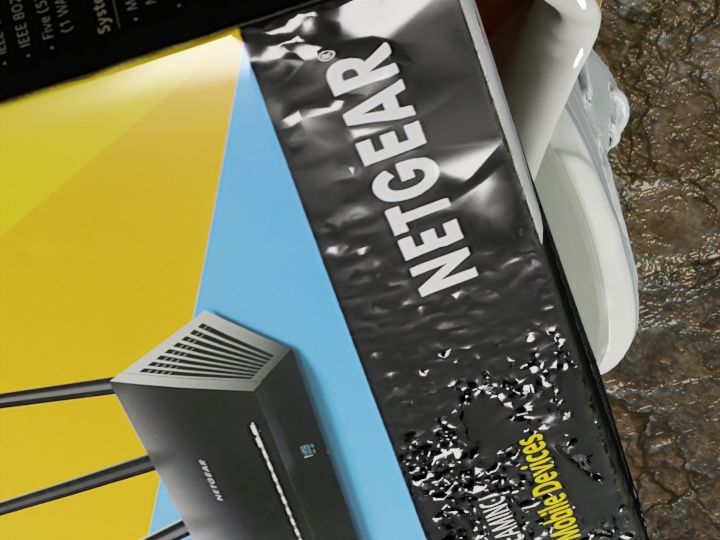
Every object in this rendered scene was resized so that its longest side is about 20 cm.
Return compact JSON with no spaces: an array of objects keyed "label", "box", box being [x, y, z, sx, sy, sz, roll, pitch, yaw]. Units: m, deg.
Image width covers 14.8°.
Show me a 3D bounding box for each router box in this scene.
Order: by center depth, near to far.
[{"label":"router box","box":[-0.043,0.013,0.407,0.200,0.148,0.051,64,10,-60]}]

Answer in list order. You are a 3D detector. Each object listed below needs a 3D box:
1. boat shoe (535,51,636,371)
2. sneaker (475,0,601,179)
[{"label":"boat shoe","box":[0.058,-0.062,0.960,0.070,0.071,0.202,-36,-107,49]},{"label":"sneaker","box":[-0.024,-0.015,0.577,0.078,0.200,0.080,26,26,-25]}]
